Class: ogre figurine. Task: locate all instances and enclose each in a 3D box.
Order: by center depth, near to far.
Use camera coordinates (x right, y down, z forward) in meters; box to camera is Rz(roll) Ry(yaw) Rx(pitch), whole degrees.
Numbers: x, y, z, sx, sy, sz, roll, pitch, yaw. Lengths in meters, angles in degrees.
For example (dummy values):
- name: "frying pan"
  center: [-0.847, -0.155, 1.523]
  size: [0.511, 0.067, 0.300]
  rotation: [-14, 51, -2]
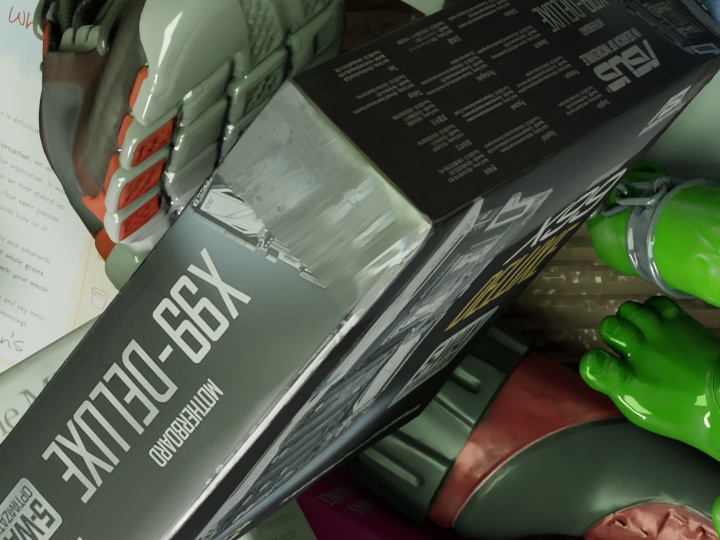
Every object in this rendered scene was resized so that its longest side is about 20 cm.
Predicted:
- name: "ogre figurine"
  center: [0.127, 0.055, 0.790]
  size: [0.120, 0.098, 0.201]
  rotation: [148, 122, -60]

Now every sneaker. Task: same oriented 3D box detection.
- name: "sneaker"
  center: [-0.063, -0.055, 0.789]
  size: [0.082, 0.077, 0.200]
  rotation: [52, 160, 9]

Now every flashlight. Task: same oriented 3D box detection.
- name: "flashlight"
  center: [0.094, 0.087, 0.877]
  size: [0.200, 0.068, 0.068]
  rotation: [34, 125, 9]

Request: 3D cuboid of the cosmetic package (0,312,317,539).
- name: "cosmetic package"
  center: [-0.052, 0.117, 0.830]
  size: [0.101, 0.074, 0.201]
  rotation: [-31, 85, 10]

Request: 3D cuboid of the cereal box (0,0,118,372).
- name: "cereal box"
  center: [-0.097, -0.014, 0.941]
  size: [0.143, 0.040, 0.201]
  rotation: [26, 125, 14]

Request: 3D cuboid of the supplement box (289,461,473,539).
- name: "supplement box"
  center: [0.020, 0.135, 0.903]
  size: [0.199, 0.101, 0.104]
  rotation: [30, 97, 10]

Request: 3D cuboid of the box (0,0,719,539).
- name: "box"
  center: [0.000, 0.000, 0.739]
  size: [0.050, 0.200, 0.158]
  rotation: [45, 119, 8]

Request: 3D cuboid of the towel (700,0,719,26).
- name: "towel"
  center: [0.171, -0.059, 0.752]
  size: [0.200, 0.049, 0.112]
  rotation: [45, 118, -12]

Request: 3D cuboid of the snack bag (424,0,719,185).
- name: "snack bag"
  center: [0.083, -0.106, 0.808]
  size: [0.188, 0.021, 0.201]
  rotation: [-5, 114, 29]

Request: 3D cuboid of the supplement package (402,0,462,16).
- name: "supplement package"
  center: [-0.011, -0.188, 0.738]
  size: [0.200, 0.111, 0.156]
  rotation: [33, 121, 16]
